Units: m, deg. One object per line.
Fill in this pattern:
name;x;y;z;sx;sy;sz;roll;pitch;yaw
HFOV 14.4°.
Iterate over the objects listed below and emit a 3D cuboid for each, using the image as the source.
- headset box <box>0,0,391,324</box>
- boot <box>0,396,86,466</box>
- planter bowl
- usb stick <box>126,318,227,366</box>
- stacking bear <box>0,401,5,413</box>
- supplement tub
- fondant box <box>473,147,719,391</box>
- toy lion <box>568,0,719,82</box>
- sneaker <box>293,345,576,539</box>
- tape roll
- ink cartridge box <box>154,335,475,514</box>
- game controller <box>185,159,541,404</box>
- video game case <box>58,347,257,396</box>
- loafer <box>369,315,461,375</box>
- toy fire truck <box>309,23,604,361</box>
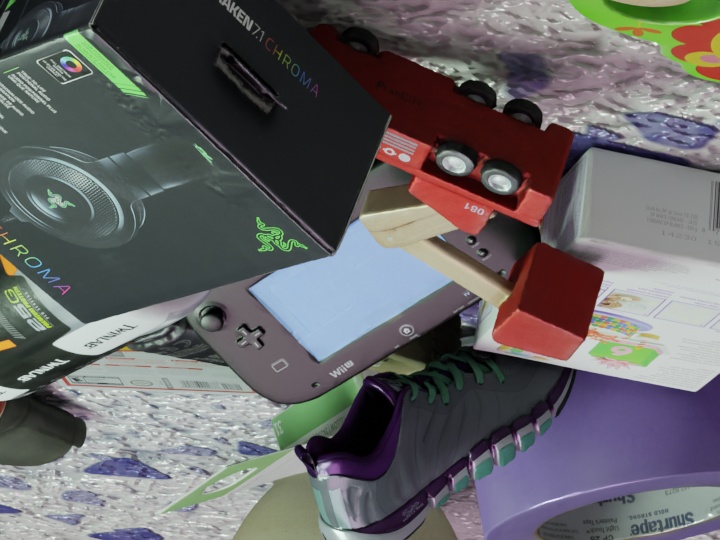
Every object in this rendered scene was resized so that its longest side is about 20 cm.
headset box;-0.109;-0.075;1.366;0.199;0.093;0.174;-14;132;43
boot;-0.309;0.118;2.027;0.199;0.078;0.138;-4;162;28
planter bowl;-0.008;0.214;2.098;0.199;0.136;0.200;6;159;2
usb stick;-0.069;0.042;1.751;0.055;0.033;0.200;-16;164;34
stacking bear;-0.331;0.064;1.845;0.199;0.122;0.113;0;-175;43
supplement tub;-0.179;-0.001;1.575;0.122;0.123;0.200;22;147;-36
fondant box;0.161;0.003;1.609;0.143;0.059;0.200;11;158;-12
toy lion;0.186;-0.121;1.285;0.199;0.069;0.192;9;167;-6
sneaker;0.048;0.078;1.668;0.074;0.200;0.088;22;145;44
tape roll;0.169;0.115;1.798;0.199;0.085;0.200;-9;162;-3
ink cartridge box;-0.026;0.099;1.821;0.199;0.048;0.145;-11;168;-26
game controller;0.000;0.000;1.556;0.200;0.042;0.104;-32;108;26
video game case;-0.151;0.039;1.846;0.142;0.018;0.200;2;159;11
loafer;-0.006;0.023;1.681;0.067;0.076;0.200;-11;154;25
toy fire truck;0.042;-0.038;1.458;0.199;0.049;0.141;23;146;-4
